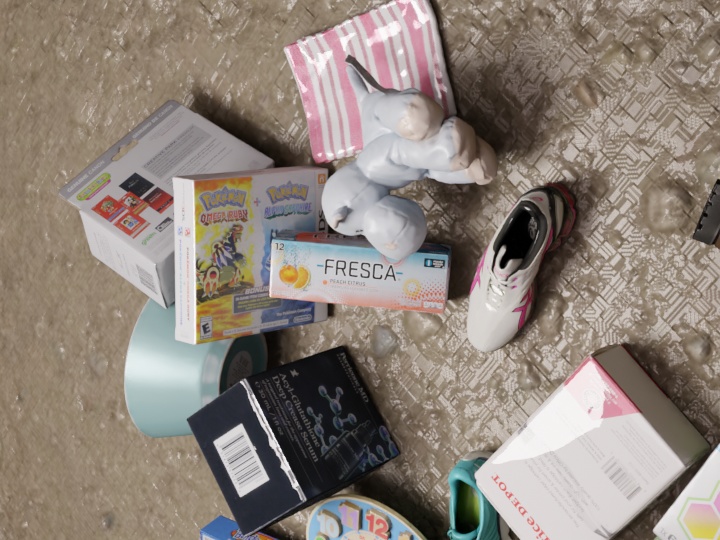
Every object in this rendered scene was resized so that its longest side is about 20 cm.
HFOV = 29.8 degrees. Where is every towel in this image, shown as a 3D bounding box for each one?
[{"bbox_3d":[0.009,-0.215,1.524,0.198,0.030,0.148,-16,89,35],"label":"towel"}]

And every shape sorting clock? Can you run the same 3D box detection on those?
[{"bbox_3d":[0.018,0.347,1.576,0.198,0.039,0.202,18,123,28],"label":"shape sorting clock"}]

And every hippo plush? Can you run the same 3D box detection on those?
[{"bbox_3d":[0.027,-0.103,1.409,0.199,0.159,0.162,33,90,0],"label":"hippo plush"}]

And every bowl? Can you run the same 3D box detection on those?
[{"bbox_3d":[-0.182,0.110,1.611,0.104,0.200,0.204,11,104,25],"label":"bowl"}]

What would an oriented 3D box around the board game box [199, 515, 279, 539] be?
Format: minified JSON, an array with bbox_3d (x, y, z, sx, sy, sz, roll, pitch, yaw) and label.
[{"bbox_3d":[-0.125,0.421,1.683,0.151,0.045,0.203,16,119,31],"label":"board game box"}]

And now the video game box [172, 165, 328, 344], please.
[{"bbox_3d":[-0.121,-0.021,1.539,0.046,0.198,0.185,8,103,47],"label":"video game box"}]

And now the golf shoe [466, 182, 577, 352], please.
[{"bbox_3d":[0.152,0.000,1.424,0.072,0.092,0.202,32,115,24],"label":"golf shoe"}]

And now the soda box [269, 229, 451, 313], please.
[{"bbox_3d":[0.000,0.000,1.496,0.197,0.064,0.069,6,102,5],"label":"soda box"}]

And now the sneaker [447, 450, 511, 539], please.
[{"bbox_3d":[0.124,0.302,1.499,0.077,0.079,0.203,-1,98,34],"label":"sneaker"}]

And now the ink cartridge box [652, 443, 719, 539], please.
[{"bbox_3d":[0.362,0.253,1.340,0.104,0.059,0.201,42,118,21],"label":"ink cartridge box"}]

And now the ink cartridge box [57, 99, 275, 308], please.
[{"bbox_3d":[-0.225,-0.084,1.598,0.175,0.200,0.084,33,151,26],"label":"ink cartridge box"}]

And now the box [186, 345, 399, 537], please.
[{"bbox_3d":[-0.074,0.190,1.542,0.107,0.199,0.150,-34,79,32],"label":"box"}]

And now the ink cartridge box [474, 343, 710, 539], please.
[{"bbox_3d":[0.236,0.198,1.403,0.147,0.082,0.200,50,120,17],"label":"ink cartridge box"}]

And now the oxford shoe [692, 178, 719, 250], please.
[{"bbox_3d":[0.391,-0.104,1.268,0.084,0.073,0.202,25,114,11],"label":"oxford shoe"}]
